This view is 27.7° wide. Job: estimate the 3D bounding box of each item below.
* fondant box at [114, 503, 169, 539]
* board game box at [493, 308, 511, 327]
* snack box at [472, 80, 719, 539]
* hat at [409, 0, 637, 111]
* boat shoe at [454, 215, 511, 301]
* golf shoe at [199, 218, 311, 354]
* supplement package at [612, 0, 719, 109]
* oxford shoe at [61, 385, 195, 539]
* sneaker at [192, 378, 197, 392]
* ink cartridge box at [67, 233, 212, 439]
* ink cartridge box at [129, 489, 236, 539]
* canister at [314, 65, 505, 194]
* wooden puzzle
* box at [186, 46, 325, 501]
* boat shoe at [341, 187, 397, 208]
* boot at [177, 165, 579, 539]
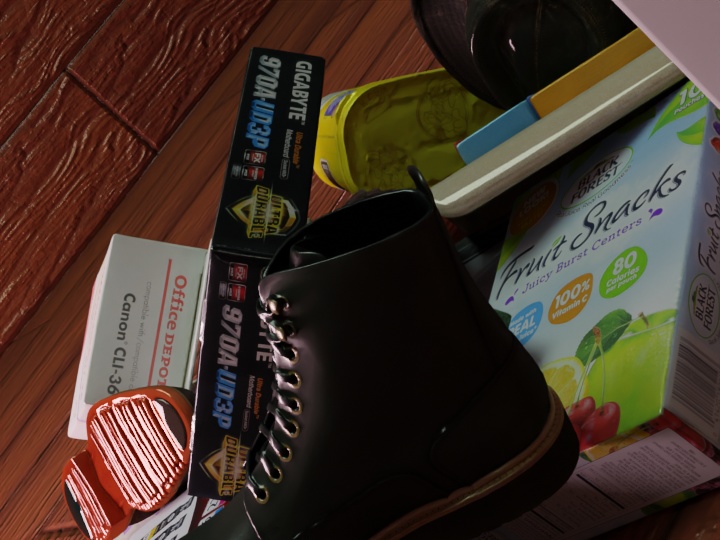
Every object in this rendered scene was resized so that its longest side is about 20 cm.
[{"bbox_3d":[-0.148,0.213,0.968,0.200,0.058,0.144,-49,15,-2],"label":"fondant box"},{"bbox_3d":[0.015,0.115,0.657,0.105,0.023,0.201,142,149,-78],"label":"board game box"},{"bbox_3d":[0.113,0.020,0.658,0.142,0.053,0.201,-33,29,45],"label":"snack box"},{"bbox_3d":[0.112,-0.136,0.854,0.200,0.200,0.081,-34,33,44],"label":"hat"},{"bbox_3d":[0.052,0.031,0.849,0.199,0.072,0.071,-31,12,23],"label":"boat shoe"},{"bbox_3d":[-0.062,0.029,0.916,0.078,0.097,0.201,-33,62,28],"label":"golf shoe"},{"bbox_3d":[0.185,-0.128,0.569,0.121,0.200,0.120,-37,19,36],"label":"supplement package"},{"bbox_3d":[-0.124,0.106,0.886,0.072,0.072,0.200,-24,-9,-33],"label":"oxford shoe"},{"bbox_3d":[-0.112,0.107,1.112,0.081,0.075,0.200,-48,12,-36],"label":"sneaker"},{"bbox_3d":[-0.150,0.048,0.986,0.200,0.067,0.117,138,140,-69],"label":"ink cartridge box"},{"bbox_3d":[-0.101,0.215,0.773,0.175,0.084,0.200,-41,17,33],"label":"ink cartridge box"},{"bbox_3d":[0.043,-0.099,1.050,0.147,0.087,0.200,-12,8,-9],"label":"canister"},{"bbox_3d":[0.120,-0.083,0.777,0.184,0.037,0.200,-32,-4,8],"label":"wooden puzzle"},{"bbox_3d":[-0.055,-0.003,0.781,0.201,0.046,0.160,-87,6,-55],"label":"box"},{"bbox_3d":[-0.001,0.002,0.760,0.202,0.064,0.075,-91,26,-65],"label":"boat shoe"},{"bbox_3d":[-0.032,0.058,0.554,0.199,0.139,0.078,-31,28,-2],"label":"boot"}]
